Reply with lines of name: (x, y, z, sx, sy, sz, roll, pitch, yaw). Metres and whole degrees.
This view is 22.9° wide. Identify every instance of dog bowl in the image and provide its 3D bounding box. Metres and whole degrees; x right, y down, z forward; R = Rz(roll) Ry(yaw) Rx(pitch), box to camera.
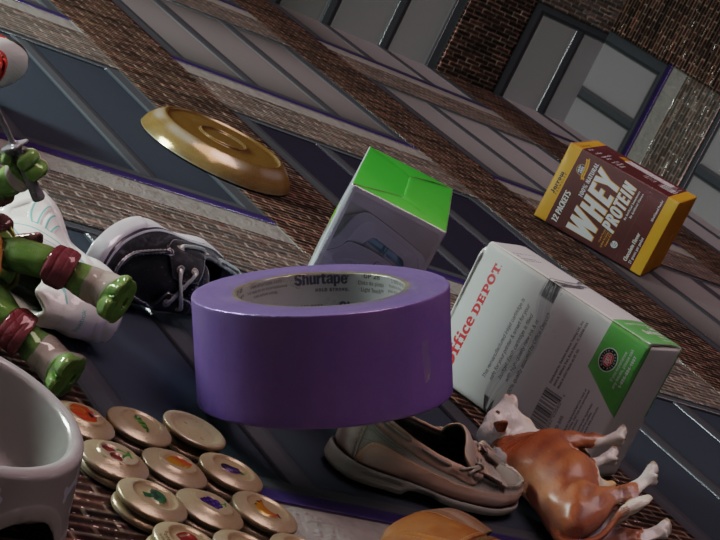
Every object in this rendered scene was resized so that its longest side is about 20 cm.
dog bowl: (-0.249, 0.092, 1.021, 0.198, 0.059, 0.200, 25, 13, -6)

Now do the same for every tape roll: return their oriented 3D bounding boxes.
tape roll: (-0.028, 0.054, 1.353, 0.197, 0.086, 0.200, -2, 11, 0)

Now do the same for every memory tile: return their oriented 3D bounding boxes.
memory tile: (-0.113, 0.145, 1.178, 0.152, 0.017, 0.200, 15, 18, -44)

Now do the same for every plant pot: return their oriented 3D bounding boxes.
plant pot: (-0.170, -0.150, 2.146, 0.198, 0.028, 0.200, 25, 13, -6)

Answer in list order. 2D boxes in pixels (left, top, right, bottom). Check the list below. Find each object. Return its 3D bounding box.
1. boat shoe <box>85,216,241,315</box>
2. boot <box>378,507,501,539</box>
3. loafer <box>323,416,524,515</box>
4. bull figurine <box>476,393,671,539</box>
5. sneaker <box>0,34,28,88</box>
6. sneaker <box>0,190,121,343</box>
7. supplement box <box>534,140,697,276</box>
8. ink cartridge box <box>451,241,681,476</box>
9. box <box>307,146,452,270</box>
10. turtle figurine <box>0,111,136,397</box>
boat shoe: (-0.160, 0.006, 1.505, 0.067, 0.072, 0.200, 31, 7, 24)
boot: (0.099, 0.224, 1.185, 0.198, 0.075, 0.154, 19, 9, 19)
loafer: (0.063, 0.147, 1.412, 0.199, 0.063, 0.072, 17, 16, -38)
bull figurine: (0.178, 0.172, 1.503, 0.120, 0.066, 0.200, -10, 33, -12)
sneaker: (-0.395, -0.196, 1.794, 0.108, 0.068, 0.200, 37, 20, 33)
sneaker: (-0.263, -0.016, 1.373, 0.080, 0.071, 0.200, 7, 24, -48)
supplement box: (0.417, -0.106, 2.894, 0.199, 0.134, 0.197, 31, 14, 14)
ink cartridge box: (0.183, 0.083, 1.704, 0.199, 0.147, 0.084, 35, 16, 30)
box: (0.000, 0.000, 1.591, 0.096, 0.178, 0.200, 26, 13, -2)
turtle figurine: (-0.261, -0.013, 1.217, 0.193, 0.201, 0.144, 33, 48, 8)
